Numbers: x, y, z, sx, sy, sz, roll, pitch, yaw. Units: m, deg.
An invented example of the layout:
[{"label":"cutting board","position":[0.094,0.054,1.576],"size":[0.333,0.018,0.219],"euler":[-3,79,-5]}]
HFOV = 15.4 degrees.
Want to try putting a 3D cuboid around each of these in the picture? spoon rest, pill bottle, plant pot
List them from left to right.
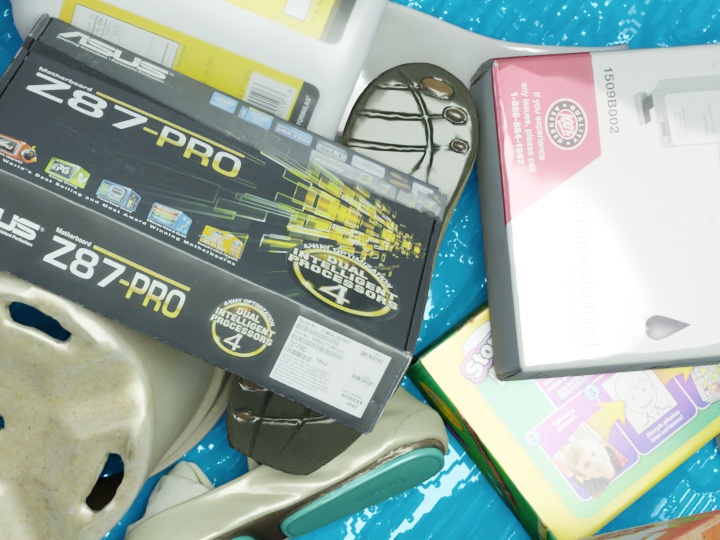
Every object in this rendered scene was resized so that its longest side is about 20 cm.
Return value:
[{"label":"plant pot","position":[-0.150,0.039,1.173],"size":[0.200,0.183,0.200],"euler":[1,107,2]},{"label":"pill bottle","position":[-0.089,-0.135,1.219],"size":[0.200,0.112,0.112],"euler":[22,85,-2]},{"label":"spoon rest","position":[0.038,-0.089,1.292],"size":[0.200,0.061,0.099],"euler":[-5,87,-7]}]

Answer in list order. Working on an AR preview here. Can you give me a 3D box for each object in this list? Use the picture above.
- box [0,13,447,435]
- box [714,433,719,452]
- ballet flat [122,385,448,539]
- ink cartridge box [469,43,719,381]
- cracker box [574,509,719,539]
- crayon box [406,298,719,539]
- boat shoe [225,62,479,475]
[{"label":"box","position":[-0.068,-0.023,1.121],"size":[0.200,0.161,0.049],"euler":[24,114,-4]},{"label":"box","position":[0.302,0.109,1.237],"size":[0.200,0.199,0.171],"euler":[-23,89,-8]},{"label":"ballet flat","position":[-0.054,0.110,1.275],"size":[0.200,0.069,0.069],"euler":[-27,90,-9]},{"label":"ink cartridge box","position":[0.158,-0.030,1.230],"size":[0.200,0.083,0.147],"euler":[-5,86,-6]},{"label":"cracker box","position":[0.062,0.162,1.201],"size":[0.200,0.134,0.058],"euler":[-14,89,26]},{"label":"crayon box","position":[0.135,0.031,1.295],"size":[0.200,0.058,0.119],"euler":[-37,90,-7]},{"label":"boat shoe","position":[0.000,0.000,1.244],"size":[0.076,0.074,0.200],"euler":[26,91,-3]}]
